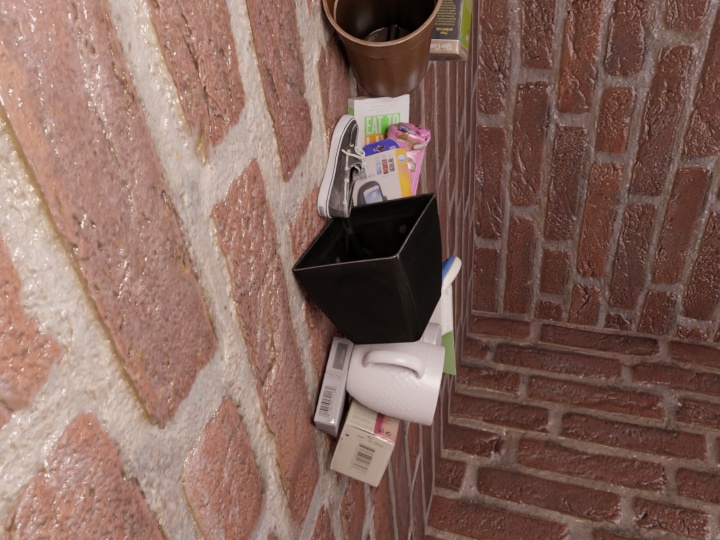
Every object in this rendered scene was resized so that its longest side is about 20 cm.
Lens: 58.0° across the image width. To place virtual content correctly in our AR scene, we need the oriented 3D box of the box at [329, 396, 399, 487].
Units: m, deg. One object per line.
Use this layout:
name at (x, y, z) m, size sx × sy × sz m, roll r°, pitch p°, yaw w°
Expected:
box at (0.021, 0.314, 1.338) m, size 0.201 × 0.106 × 0.131 m, roll -67°, pitch 175°, yaw -60°

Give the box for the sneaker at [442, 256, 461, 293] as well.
sneaker at (0.099, 0.024, 1.269) m, size 0.200 × 0.111 × 0.077 m, roll -46°, pitch -179°, yaw 13°

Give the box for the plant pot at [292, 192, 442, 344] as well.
plant pot at (0.038, 0.009, 1.087) m, size 0.201 × 0.195 × 0.181 m, roll -55°, pitch 129°, yaw -48°

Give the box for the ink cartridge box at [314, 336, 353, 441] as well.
ink cartridge box at (-0.051, 0.241, 1.289) m, size 0.201 × 0.046 × 0.165 m, roll 96°, pitch 6°, yaw -67°

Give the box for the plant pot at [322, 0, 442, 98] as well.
plant pot at (0.046, -0.417, 1.113) m, size 0.199 × 0.193 × 0.207 m, roll 67°, pitch 33°, yaw -73°

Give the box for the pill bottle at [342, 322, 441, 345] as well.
pill bottle at (0.068, 0.147, 1.363) m, size 0.114 × 0.193 × 0.118 m, roll 7°, pitch 90°, yaw -74°

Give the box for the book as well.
book at (0.031, -0.238, 1.277) m, size 0.131 × 0.048 × 0.207 m, roll -17°, pitch 117°, yaw -34°

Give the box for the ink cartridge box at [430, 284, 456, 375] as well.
ink cartridge box at (0.140, 0.126, 1.437) m, size 0.047 × 0.143 × 0.207 m, roll -13°, pitch 104°, yaw -43°

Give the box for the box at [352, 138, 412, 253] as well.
box at (0.039, -0.134, 1.191) m, size 0.041 × 0.117 × 0.207 m, roll -14°, pitch 96°, yaw -49°

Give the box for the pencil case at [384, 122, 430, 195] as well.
pencil case at (0.076, -0.175, 1.239) m, size 0.087 × 0.080 × 0.206 m, roll -95°, pitch -165°, yaw -71°

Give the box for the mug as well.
mug at (0.063, 0.190, 1.212) m, size 0.201 × 0.169 × 0.152 m, roll 89°, pitch 13°, yaw -67°

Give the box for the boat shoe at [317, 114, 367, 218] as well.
boat shoe at (-0.022, -0.186, 1.151) m, size 0.074 × 0.066 × 0.205 m, roll 70°, pitch 30°, yaw -58°

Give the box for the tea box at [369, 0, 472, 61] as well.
tea box at (0.118, -0.525, 1.284) m, size 0.133 × 0.193 × 0.204 m, roll -30°, pitch 126°, yaw -70°
